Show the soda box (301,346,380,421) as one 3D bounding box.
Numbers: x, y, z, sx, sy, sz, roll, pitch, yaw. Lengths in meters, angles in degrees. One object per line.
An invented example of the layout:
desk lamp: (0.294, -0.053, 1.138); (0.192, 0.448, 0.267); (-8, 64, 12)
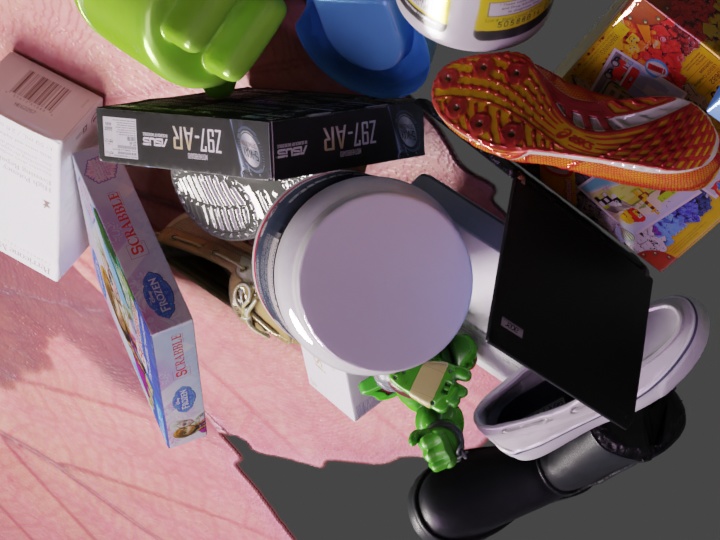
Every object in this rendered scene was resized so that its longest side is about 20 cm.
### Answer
soda box: (-0.016, 0.032, 1.659); (0.068, 0.064, 0.201); (37, 151, 37)

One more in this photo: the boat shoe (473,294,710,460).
boat shoe: (0.177, 0.080, 1.505); (0.200, 0.074, 0.065); (-38, 140, 17)

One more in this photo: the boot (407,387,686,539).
boot: (0.153, 0.153, 1.593); (0.168, 0.199, 0.077); (-45, 63, 55)

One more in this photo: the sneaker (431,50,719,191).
sneaker: (0.138, -0.088, 1.275); (0.199, 0.073, 0.077); (20, 168, 19)

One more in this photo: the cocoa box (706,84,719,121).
cocoa box: (0.339, -0.110, 1.177); (0.200, 0.131, 0.133); (36, 144, -3)

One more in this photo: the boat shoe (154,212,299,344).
boat shoe: (-0.107, 0.011, 1.657); (0.201, 0.063, 0.073); (43, 154, 40)

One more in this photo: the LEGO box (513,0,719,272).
LEGO box: (0.211, -0.110, 1.323); (0.149, 0.077, 0.200); (36, 144, -2)

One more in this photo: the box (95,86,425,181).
box: (-0.076, -0.106, 1.463); (0.199, 0.160, 0.044); (9, 105, 43)

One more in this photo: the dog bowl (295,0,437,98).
dog bowl: (-0.002, -0.217, 1.392); (0.111, 0.050, 0.201); (8, 137, 32)

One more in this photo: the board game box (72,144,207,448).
board game box: (-0.192, 0.023, 1.706); (0.200, 0.041, 0.200); (91, 156, -56)

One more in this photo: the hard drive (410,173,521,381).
hard drive: (0.100, 0.019, 1.553); (0.132, 0.026, 0.200); (34, 156, 25)

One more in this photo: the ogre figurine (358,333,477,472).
ogre figurine: (0.041, 0.070, 1.568); (0.200, 0.098, 0.120); (49, 177, 18)

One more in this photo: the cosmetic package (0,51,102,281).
cosmetic package: (-0.292, -0.090, 1.744); (0.101, 0.074, 0.200); (27, 142, 13)

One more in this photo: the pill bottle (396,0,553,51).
pill bottle: (0.083, -0.246, 1.239); (0.111, 0.111, 0.200); (25, 144, 13)

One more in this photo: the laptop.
laptop: (0.116, -0.006, 1.376); (0.177, 0.103, 0.200); (33, -173, -43)

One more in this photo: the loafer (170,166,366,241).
loafer: (-0.072, -0.071, 1.592); (0.199, 0.070, 0.076); (4, 123, 40)

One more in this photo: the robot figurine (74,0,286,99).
robot figurine: (-0.137, -0.205, 1.426); (0.175, 0.116, 0.200); (32, -178, -42)

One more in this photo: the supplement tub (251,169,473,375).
supplement tub: (0.000, 0.000, 1.412); (0.140, 0.140, 0.200); (42, 177, -11)
